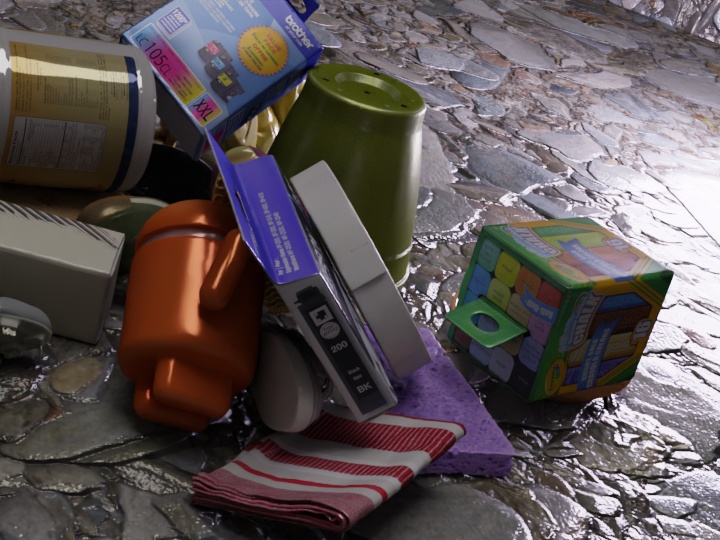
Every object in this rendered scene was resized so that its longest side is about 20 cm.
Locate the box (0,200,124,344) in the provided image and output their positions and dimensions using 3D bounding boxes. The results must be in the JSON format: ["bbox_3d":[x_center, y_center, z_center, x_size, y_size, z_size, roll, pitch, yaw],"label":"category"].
[{"bbox_3d":[-0.310,-0.009,1.205,0.198,0.083,0.069,16,34,-7],"label":"box"}]

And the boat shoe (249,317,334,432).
[{"bbox_3d":[-0.057,0.086,1.174,0.068,0.073,0.200,6,5,-19],"label":"boat shoe"}]

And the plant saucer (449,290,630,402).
[{"bbox_3d":[0.182,0.076,1.415,0.198,0.038,0.201,14,25,-7],"label":"plant saucer"}]

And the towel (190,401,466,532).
[{"bbox_3d":[-0.021,0.147,1.090,0.142,0.023,0.199,5,16,29],"label":"towel"}]

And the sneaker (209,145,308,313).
[{"bbox_3d":[-0.089,-0.052,1.272,0.074,0.201,0.091,-11,47,5],"label":"sneaker"}]

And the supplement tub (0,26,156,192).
[{"bbox_3d":[-0.306,-0.153,1.321,0.198,0.146,0.145,4,28,-27],"label":"supplement tub"}]

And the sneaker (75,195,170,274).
[{"bbox_3d":[-0.163,-0.007,1.284,0.199,0.067,0.090,18,23,-48],"label":"sneaker"}]

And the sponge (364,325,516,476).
[{"bbox_3d":[0.049,0.114,1.256,0.110,0.030,0.200,4,29,-26],"label":"sponge"}]

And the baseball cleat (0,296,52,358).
[{"bbox_3d":[-0.348,0.014,1.129,0.198,0.070,0.107,7,52,-21],"label":"baseball cleat"}]

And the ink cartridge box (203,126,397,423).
[{"bbox_3d":[-0.050,-0.007,1.117,0.043,0.201,0.199,-29,34,2],"label":"ink cartridge box"}]

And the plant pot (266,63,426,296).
[{"bbox_3d":[-0.017,-0.107,1.476,0.198,0.195,0.201,14,24,-6],"label":"plant pot"}]

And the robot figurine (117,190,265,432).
[{"bbox_3d":[-0.135,0.027,1.148,0.115,0.144,0.202,-1,60,7],"label":"robot figurine"}]

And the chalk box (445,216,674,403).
[{"bbox_3d":[0.171,0.034,1.302,0.198,0.125,0.125,-6,33,-41],"label":"chalk box"}]

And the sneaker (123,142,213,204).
[{"bbox_3d":[-0.237,-0.109,1.478,0.198,0.072,0.083,23,1,-14],"label":"sneaker"}]

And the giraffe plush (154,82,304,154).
[{"bbox_3d":[-0.161,-0.191,1.589,0.161,0.202,0.173,21,47,22],"label":"giraffe plush"}]

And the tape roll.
[{"bbox_3d":[0.000,0.000,1.216,0.037,0.204,0.203,-28,33,-1],"label":"tape roll"}]

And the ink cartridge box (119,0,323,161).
[{"bbox_3d":[-0.134,-0.231,1.440,0.200,0.076,0.137,-39,88,-23],"label":"ink cartridge box"}]

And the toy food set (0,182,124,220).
[{"bbox_3d":[-0.305,-0.048,1.337,0.198,0.049,0.198,17,25,-3],"label":"toy food set"}]
